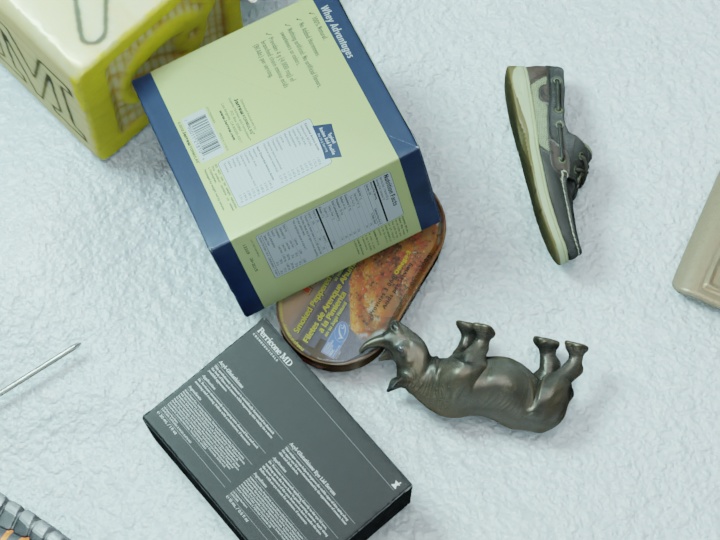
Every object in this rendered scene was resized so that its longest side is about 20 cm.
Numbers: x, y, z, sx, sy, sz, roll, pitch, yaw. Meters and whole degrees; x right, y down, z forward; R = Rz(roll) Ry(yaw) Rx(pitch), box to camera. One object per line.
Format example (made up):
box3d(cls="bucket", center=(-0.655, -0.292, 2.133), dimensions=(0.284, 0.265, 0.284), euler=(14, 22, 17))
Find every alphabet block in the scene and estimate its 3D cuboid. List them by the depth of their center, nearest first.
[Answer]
box3d(cls="alphabet block", center=(-0.244, -0.258, 1.693), dimensions=(0.195, 0.196, 0.200), euler=(-43, 77, -12))

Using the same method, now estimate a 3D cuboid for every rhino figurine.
box3d(cls="rhino figurine", center=(0.097, 0.090, 1.640), dimensions=(0.199, 0.060, 0.088), euler=(11, 87, -3))

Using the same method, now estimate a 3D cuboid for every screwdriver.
box3d(cls="screwdriver", center=(-0.336, 0.117, 1.645), dimensions=(0.200, 0.029, 0.028), euler=(-33, 75, -5))

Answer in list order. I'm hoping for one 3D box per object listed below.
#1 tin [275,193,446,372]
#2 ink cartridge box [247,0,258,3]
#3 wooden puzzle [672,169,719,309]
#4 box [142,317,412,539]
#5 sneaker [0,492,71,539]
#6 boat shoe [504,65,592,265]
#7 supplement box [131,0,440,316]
box3d(cls="tin", center=(0.000, 0.000, 1.691), dimensions=(0.112, 0.042, 0.200), euler=(30, 73, 5))
box3d(cls="ink cartridge box", center=(-0.125, -0.341, 1.790), dimensions=(0.117, 0.067, 0.200), euler=(-38, 75, -13))
box3d(cls="wooden puzzle", center=(0.411, -0.021, 1.708), dimensions=(0.200, 0.037, 0.185), euler=(23, 73, 12))
box3d(cls="box", center=(-0.071, 0.165, 1.612), dimensions=(0.141, 0.079, 0.200), euler=(-39, 75, -10))
box3d(cls="sneaker", center=(-0.316, 0.254, 1.587), dimensions=(0.200, 0.078, 0.112), euler=(28, 77, 20))
box3d(cls="boat shoe", center=(0.182, -0.104, 1.712), dimensions=(0.066, 0.072, 0.201), euler=(-12, 67, 0))
box3d(cls="supplement box", center=(-0.064, -0.106, 1.647), dimensions=(0.199, 0.134, 0.200), euler=(-26, 62, -2))
